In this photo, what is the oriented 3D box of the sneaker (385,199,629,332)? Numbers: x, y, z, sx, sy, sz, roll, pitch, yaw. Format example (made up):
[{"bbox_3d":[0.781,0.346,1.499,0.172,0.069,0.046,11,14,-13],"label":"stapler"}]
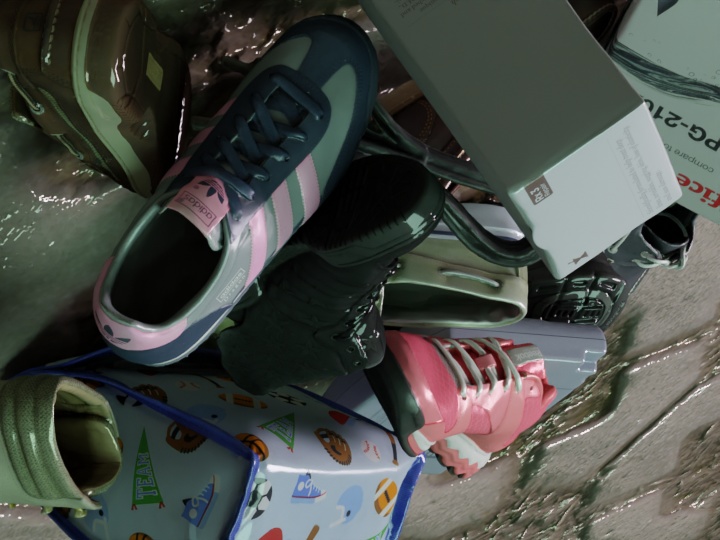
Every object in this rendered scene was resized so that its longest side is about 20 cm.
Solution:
[{"bbox_3d":[0.067,-0.003,1.395,0.199,0.091,0.076,6,131,-21],"label":"sneaker"}]

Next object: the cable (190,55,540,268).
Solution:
[{"bbox_3d":[0.013,-0.065,1.149,0.199,0.050,0.098,12,110,-17],"label":"cable"}]

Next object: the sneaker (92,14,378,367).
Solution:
[{"bbox_3d":[-0.058,-0.040,1.059,0.200,0.070,0.082,-58,172,-2],"label":"sneaker"}]

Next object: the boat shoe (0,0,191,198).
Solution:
[{"bbox_3d":[-0.129,-0.089,1.051,0.074,0.075,0.202,7,164,6],"label":"boat shoe"}]

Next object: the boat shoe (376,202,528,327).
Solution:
[{"bbox_3d":[0.000,0.000,1.223,0.199,0.062,0.072,-3,147,-9],"label":"boat shoe"}]

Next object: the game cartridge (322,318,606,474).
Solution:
[{"bbox_3d":[0.051,0.080,1.406,0.133,0.041,0.200,2,154,-28],"label":"game cartridge"}]

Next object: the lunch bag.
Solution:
[{"bbox_3d":[-0.092,0.108,1.272,0.170,0.199,0.124,7,103,-52],"label":"lunch bag"}]

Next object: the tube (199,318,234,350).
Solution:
[{"bbox_3d":[-0.015,0.013,1.300,0.199,0.052,0.058,-18,119,0],"label":"tube"}]

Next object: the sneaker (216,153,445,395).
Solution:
[{"bbox_3d":[-0.012,0.008,1.142,0.199,0.060,0.104,-19,132,38],"label":"sneaker"}]

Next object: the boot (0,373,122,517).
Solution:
[{"bbox_3d":[-0.202,0.110,1.191,0.154,0.072,0.200,0,151,10],"label":"boot"}]

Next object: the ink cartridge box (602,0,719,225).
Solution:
[{"bbox_3d":[0.221,-0.127,1.254,0.084,0.144,0.200,-61,178,-42],"label":"ink cartridge box"}]

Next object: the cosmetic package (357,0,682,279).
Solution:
[{"bbox_3d":[0.066,-0.107,1.082,0.081,0.200,0.113,-36,154,2],"label":"cosmetic package"}]

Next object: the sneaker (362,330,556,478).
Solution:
[{"bbox_3d":[0.059,0.060,1.257,0.087,0.074,0.200,-31,161,9],"label":"sneaker"}]

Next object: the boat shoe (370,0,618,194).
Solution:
[{"bbox_3d":[0.079,-0.093,1.234,0.200,0.070,0.071,-39,157,-24],"label":"boat shoe"}]

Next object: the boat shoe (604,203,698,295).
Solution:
[{"bbox_3d":[0.197,-0.026,1.518,0.072,0.063,0.200,-20,150,-28],"label":"boat shoe"}]
